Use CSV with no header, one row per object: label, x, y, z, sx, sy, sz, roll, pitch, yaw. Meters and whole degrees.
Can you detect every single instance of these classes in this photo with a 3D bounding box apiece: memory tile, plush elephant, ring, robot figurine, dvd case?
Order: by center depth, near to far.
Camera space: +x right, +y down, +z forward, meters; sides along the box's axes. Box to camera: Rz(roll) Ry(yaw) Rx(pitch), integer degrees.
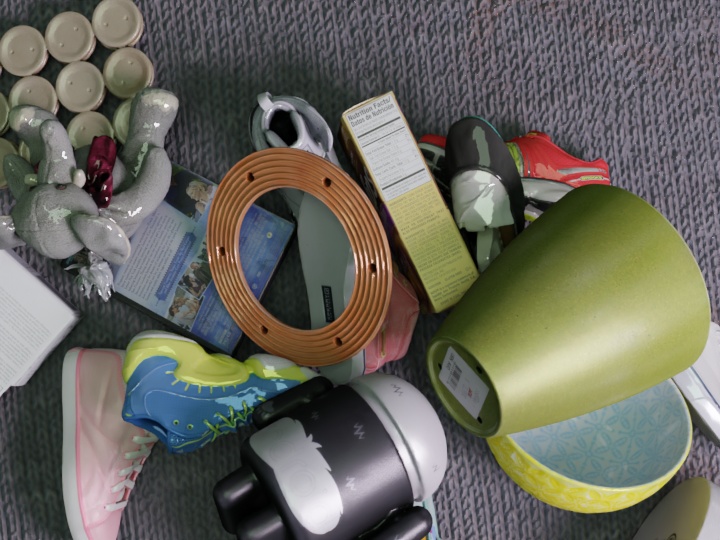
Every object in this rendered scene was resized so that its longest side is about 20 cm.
robot figurine,-0.022,0.170,0.926,0.199,0.125,0.151,-28,94,-18
plush elephant,-0.258,-0.070,0.983,0.163,0.155,0.202,1,91,6
ring,-0.055,-0.011,0.985,0.199,0.019,0.203,11,110,30
dvd case,-0.176,-0.022,1.065,0.199,0.018,0.144,27,90,10
memory tile,-0.295,-0.171,1.075,0.198,0.017,0.155,-14,87,5

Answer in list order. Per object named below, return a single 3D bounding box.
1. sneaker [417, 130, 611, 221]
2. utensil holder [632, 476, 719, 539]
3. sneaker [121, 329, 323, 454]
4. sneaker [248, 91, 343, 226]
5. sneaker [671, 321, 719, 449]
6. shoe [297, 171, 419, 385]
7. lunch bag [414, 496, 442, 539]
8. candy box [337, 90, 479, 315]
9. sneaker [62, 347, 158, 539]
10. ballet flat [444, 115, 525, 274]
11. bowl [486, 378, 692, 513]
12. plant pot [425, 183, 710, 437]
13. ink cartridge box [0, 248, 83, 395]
sneaker,0.149,-0.101,1.080,0.198,0.077,0.086,16,67,-2
utensil holder,0.356,0.310,1.013,0.199,0.170,0.171,35,87,1
sneaker,-0.125,0.127,1.003,0.198,0.076,0.106,13,65,0
sneaker,-0.044,-0.082,1.041,0.075,0.115,0.201,-32,89,-2
sneaker,0.325,0.084,1.066,0.070,0.073,0.201,-33,89,1
shoe,0.000,0.000,1.026,0.091,0.071,0.202,-18,110,-43
lunch bag,-0.005,0.223,1.009,0.159,0.077,0.202,-3,54,-2
candy box,0.044,-0.059,1.043,0.056,0.117,0.202,-24,88,-4
sneaker,-0.224,0.171,1.047,0.103,0.075,0.203,-4,84,4
ballet flat,0.121,-0.044,1.018,0.067,0.069,0.201,-5,127,23
bowl,0.195,0.155,1.032,0.198,0.201,0.108,14,131,-1
plant pot,0.158,0.052,0.935,0.199,0.187,0.188,-29,89,-27
ink cartridge box,-0.400,0.043,1.064,0.200,0.044,0.174,42,88,0
